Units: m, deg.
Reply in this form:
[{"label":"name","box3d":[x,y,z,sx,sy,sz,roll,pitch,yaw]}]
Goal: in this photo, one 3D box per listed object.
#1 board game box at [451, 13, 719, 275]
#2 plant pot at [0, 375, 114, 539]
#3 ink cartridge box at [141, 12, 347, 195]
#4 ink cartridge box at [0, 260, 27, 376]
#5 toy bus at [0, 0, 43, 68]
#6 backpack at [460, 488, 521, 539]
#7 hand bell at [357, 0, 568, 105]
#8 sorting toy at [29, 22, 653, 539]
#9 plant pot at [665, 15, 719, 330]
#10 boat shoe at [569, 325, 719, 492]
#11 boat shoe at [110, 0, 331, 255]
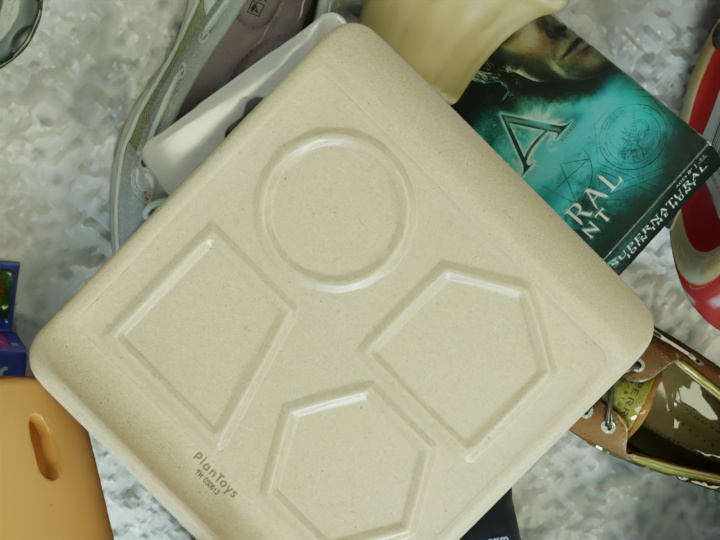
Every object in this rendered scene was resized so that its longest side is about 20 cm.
[{"label":"board game box","box3d":[0.050,-0.019,1.355,0.200,0.135,0.028,-48,151,-1]},{"label":"plant pot","box3d":[-0.188,0.115,1.250,0.199,0.200,0.141,-1,89,-16]},{"label":"ink cartridge box","box3d":[0.000,0.000,1.272,0.116,0.067,0.200,-35,92,5]},{"label":"ink cartridge box","box3d":[-0.219,0.092,1.348,0.119,0.042,0.201,5,101,-18]},{"label":"toy bus","box3d":[-0.236,-0.140,1.242,0.200,0.136,0.192,-37,98,-2]},{"label":"backpack","box3d":[0.022,0.186,1.382,0.166,0.127,0.201,-34,89,-13]},{"label":"hand bell","box3d":[0.002,-0.057,1.337,0.104,0.104,0.201,26,94,-21]},{"label":"sorting toy","box3d":[-0.008,0.029,1.228,0.185,0.036,0.200,45,91,-2]},{"label":"plant pot","box3d":[0.251,-0.049,1.368,0.181,0.200,0.202,12,100,-14]},{"label":"boat shoe","box3d":[0.124,0.051,1.423,0.199,0.068,0.072,21,99,-19]},{"label":"boat shoe","box3d":[-0.059,-0.070,1.339,0.074,0.065,0.203,18,98,-20]}]
